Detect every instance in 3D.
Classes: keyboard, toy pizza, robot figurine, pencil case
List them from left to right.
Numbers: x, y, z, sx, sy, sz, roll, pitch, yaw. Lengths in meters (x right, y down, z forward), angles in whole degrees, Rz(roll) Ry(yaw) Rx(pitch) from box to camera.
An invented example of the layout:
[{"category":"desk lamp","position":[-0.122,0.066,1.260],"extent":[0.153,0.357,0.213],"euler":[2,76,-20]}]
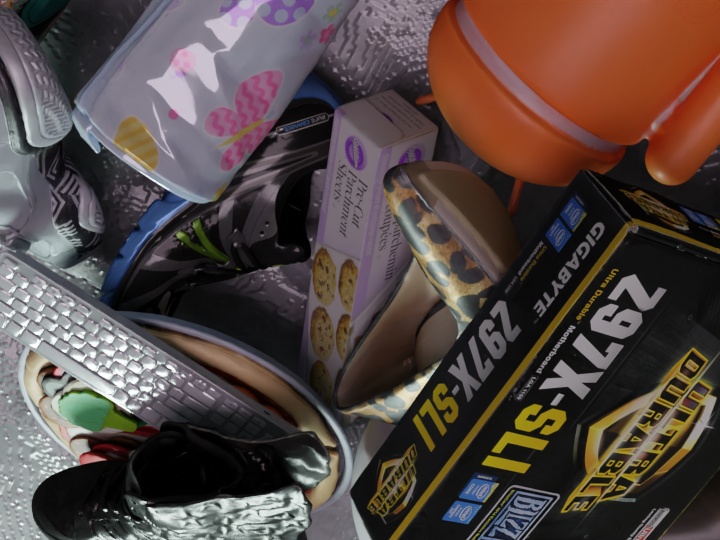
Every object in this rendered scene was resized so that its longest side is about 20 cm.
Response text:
[{"category":"keyboard","position":[-0.110,0.059,0.796],"extent":[0.200,0.011,0.056],"euler":[34,128,-9]},{"category":"toy pizza","position":[-0.102,0.095,0.862],"extent":[0.200,0.032,0.200],"euler":[12,143,9]},{"category":"pencil case","position":[-0.051,-0.129,0.714],"extent":[0.083,0.091,0.200],"euler":[43,103,34]},{"category":"robot figurine","position":[0.109,-0.122,0.705],"extent":[0.144,0.117,0.200],"euler":[31,118,-20]}]

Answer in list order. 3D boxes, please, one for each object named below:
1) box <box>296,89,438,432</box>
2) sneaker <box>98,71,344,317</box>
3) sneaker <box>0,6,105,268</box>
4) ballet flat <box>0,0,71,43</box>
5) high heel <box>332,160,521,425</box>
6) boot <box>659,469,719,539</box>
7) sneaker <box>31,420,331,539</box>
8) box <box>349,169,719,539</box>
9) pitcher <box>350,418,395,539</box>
[{"category":"box","position":[0.000,0.000,0.803],"extent":[0.041,0.039,0.200],"euler":[44,141,32]},{"category":"sneaker","position":[-0.072,-0.018,0.816],"extent":[0.083,0.071,0.200],"euler":[41,114,-5]},{"category":"sneaker","position":[-0.200,-0.044,0.767],"extent":[0.115,0.075,0.200],"euler":[-29,158,-15]},{"category":"ballet flat","position":[-0.180,-0.143,0.771],"extent":[0.064,0.076,0.200],"euler":[45,114,-3]},{"category":"high heel","position":[0.016,0.020,0.734],"extent":[0.143,0.071,0.200],"euler":[-22,147,18]},{"category":"boot","position":[0.221,0.087,0.808],"extent":[0.200,0.075,0.097],"euler":[-20,120,1]},{"category":"sneaker","position":[-0.101,0.113,0.797],"extent":[0.200,0.060,0.104],"euler":[6,145,24]},{"category":"box","position":[0.112,0.061,0.706],"extent":[0.160,0.049,0.200],"euler":[17,118,-35]},{"category":"pitcher","position":[0.091,0.150,0.864],"extent":[0.172,0.121,0.200],"euler":[-22,124,-3]}]
